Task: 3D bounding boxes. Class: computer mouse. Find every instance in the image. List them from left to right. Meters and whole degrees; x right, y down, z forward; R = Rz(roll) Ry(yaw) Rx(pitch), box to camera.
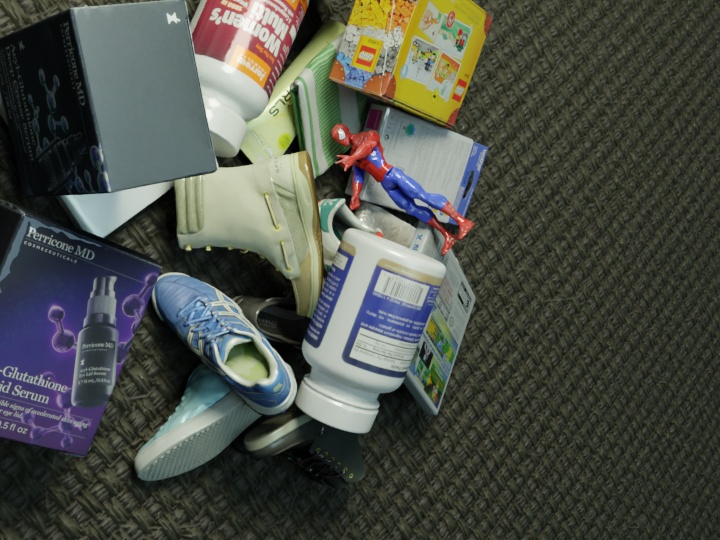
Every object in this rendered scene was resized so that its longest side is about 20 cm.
[{"bbox_3d":[-0.092,0.210,1.117,0.200,0.034,0.059,36,70,-36],"label":"computer mouse"}]

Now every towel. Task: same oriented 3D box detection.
[{"bbox_3d":[-0.008,-0.220,1.126,0.200,0.023,0.153,-45,146,-30],"label":"towel"},{"bbox_3d":[0.050,0.009,1.222,0.200,0.034,0.133,28,74,-37],"label":"towel"}]

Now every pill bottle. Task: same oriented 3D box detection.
[{"bbox_3d":[-0.137,-0.230,1.001,0.109,0.109,0.201,30,74,-37],"label":"pill bottle"},{"bbox_3d":[0.004,0.067,1.014,0.119,0.120,0.201,17,97,-39],"label":"pill bottle"}]

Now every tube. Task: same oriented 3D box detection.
[{"bbox_3d":[-0.074,-0.206,1.097,0.058,0.052,0.200,35,72,0],"label":"tube"}]

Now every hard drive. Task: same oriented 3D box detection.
[{"bbox_3d":[-0.277,-0.146,0.944,0.132,0.026,0.200,-42,118,-30],"label":"hard drive"}]

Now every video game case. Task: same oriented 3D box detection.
[{"bbox_3d":[0.087,0.061,1.184,0.200,0.022,0.183,57,48,-51],"label":"video game case"}]

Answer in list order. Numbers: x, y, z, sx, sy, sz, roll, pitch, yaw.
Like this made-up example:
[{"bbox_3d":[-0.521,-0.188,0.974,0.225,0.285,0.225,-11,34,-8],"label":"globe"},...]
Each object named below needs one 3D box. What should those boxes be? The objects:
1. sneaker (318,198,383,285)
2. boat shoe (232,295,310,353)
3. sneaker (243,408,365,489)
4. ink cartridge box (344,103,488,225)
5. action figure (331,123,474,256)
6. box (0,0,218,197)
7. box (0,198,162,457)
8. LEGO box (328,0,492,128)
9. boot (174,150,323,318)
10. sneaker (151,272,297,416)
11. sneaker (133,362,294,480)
[{"bbox_3d":[0.000,-0.001,1.101,0.200,0.093,0.070,54,48,-14],"label":"sneaker"},{"bbox_3d":[-0.066,0.068,1.114,0.200,0.057,0.067,12,86,-40],"label":"boat shoe"},{"bbox_3d":[-0.052,0.211,1.081,0.200,0.075,0.107,-11,85,-59],"label":"sneaker"},{"bbox_3d":[0.076,-0.133,1.213,0.200,0.042,0.120,12,98,-42],"label":"ink cartridge box"},{"bbox_3d":[0.029,-0.089,1.089,0.200,0.065,0.099,44,51,0],"label":"action figure"},{"bbox_3d":[-0.233,-0.148,0.834,0.107,0.200,0.149,-18,103,-38],"label":"box"},{"bbox_3d":[-0.301,0.053,0.872,0.148,0.104,0.201,23,87,-38],"label":"box"},{"bbox_3d":[0.065,-0.266,1.109,0.200,0.077,0.149,6,106,-61],"label":"LEGO box"},{"bbox_3d":[-0.119,-0.031,1.022,0.154,0.072,0.201,-5,123,-1],"label":"boot"},{"bbox_3d":[-0.143,0.066,0.981,0.200,0.077,0.076,39,73,14],"label":"sneaker"},{"bbox_3d":[-0.172,0.151,1.035,0.200,0.082,0.074,-35,145,-14],"label":"sneaker"}]
